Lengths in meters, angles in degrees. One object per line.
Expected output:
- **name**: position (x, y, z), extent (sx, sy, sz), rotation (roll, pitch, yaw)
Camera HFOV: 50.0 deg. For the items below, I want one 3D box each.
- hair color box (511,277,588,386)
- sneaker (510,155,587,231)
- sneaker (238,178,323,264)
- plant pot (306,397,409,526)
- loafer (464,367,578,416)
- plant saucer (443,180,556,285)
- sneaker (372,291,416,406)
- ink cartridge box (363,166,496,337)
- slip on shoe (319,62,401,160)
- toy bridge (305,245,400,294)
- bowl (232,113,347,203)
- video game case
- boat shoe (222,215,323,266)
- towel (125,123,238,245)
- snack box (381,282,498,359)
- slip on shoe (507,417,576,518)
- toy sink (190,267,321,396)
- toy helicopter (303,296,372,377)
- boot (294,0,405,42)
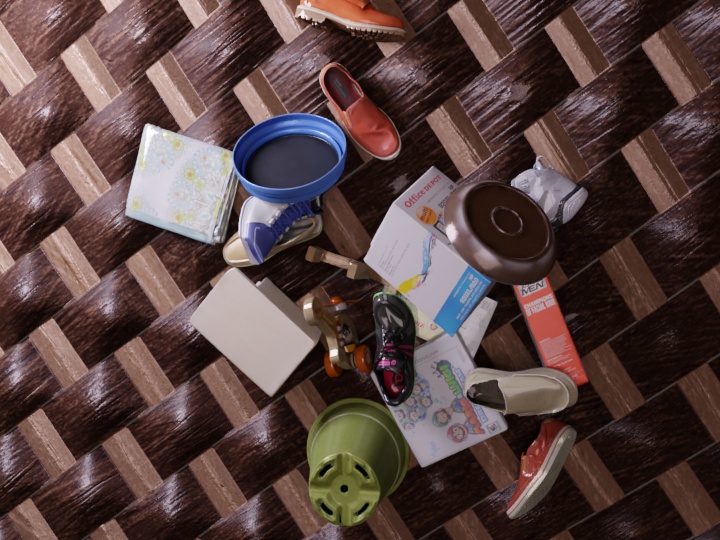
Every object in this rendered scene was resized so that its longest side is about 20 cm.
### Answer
- **hair color box**: position (0.317, 0.094, 1.316), extent (0.063, 0.111, 0.204), rotation (-23, 94, 9)
- **sneaker**: position (0.284, -0.095, 1.321), extent (0.115, 0.075, 0.200), rotation (43, 95, 2)
- **sneaker**: position (-0.126, -0.107, 1.311), extent (0.112, 0.203, 0.082), rotation (2, 140, 19)
- **plant pot**: position (-0.016, 0.349, 1.348), extent (0.194, 0.190, 0.206), rotation (1, 97, 7)
- **loafer**: position (0.258, 0.205, 1.272), extent (0.195, 0.068, 0.078), rotation (-4, 107, 31)
- **plant saucer**: position (0.225, -0.069, 1.209), extent (0.197, 0.202, 0.032), rotation (31, 140, 2)
- **sneaker**: position (0.058, 0.136, 1.317), extent (0.075, 0.084, 0.206), rotation (-7, 102, 15)
- **ink cartridge box**: position (0.135, -0.034, 1.267), extent (0.199, 0.147, 0.146), rotation (39, 136, 10)
- **slip on shoe**: position (-0.003, -0.275, 1.343), extent (0.074, 0.061, 0.202), rotation (-37, 92, 8)
- **toy bridge**: position (0.000, 0.000, 1.363), extent (0.196, 0.067, 0.028), rotation (21, 98, 26)
- **bowl**: position (-0.119, -0.191, 1.315), extent (0.194, 0.204, 0.040), rotation (0, 137, 7)
- **video game case**: position (0.139, 0.230, 1.377), extent (0.179, 0.024, 0.203), rotation (-28, 97, 19)
- **boat shoe**: position (-0.163, -0.061, 1.378), extent (0.196, 0.076, 0.073), rotation (-24, 93, 10)
- **towel**: position (-0.320, -0.154, 1.405), extent (0.195, 0.048, 0.176), rotation (18, 95, 5)
- **snack box**: position (0.132, 0.065, 1.373), extent (0.196, 0.037, 0.119), rotation (25, 100, 4)
- **slip on shoe**: position (0.311, 0.350, 1.367), extent (0.061, 0.073, 0.204), rotation (36, 109, 38)
- **toy sink**: position (-0.183, 0.098, 1.382), extent (0.199, 0.112, 0.131), rotation (41, 99, -4)
- **toy helicopter**: position (-0.046, 0.092, 1.331), extent (0.077, 0.200, 0.136), rotation (-10, 60, 20)
- **boot**: position (-0.008, -0.457, 1.320), extent (0.195, 0.075, 0.110), rotation (18, 93, 6)
